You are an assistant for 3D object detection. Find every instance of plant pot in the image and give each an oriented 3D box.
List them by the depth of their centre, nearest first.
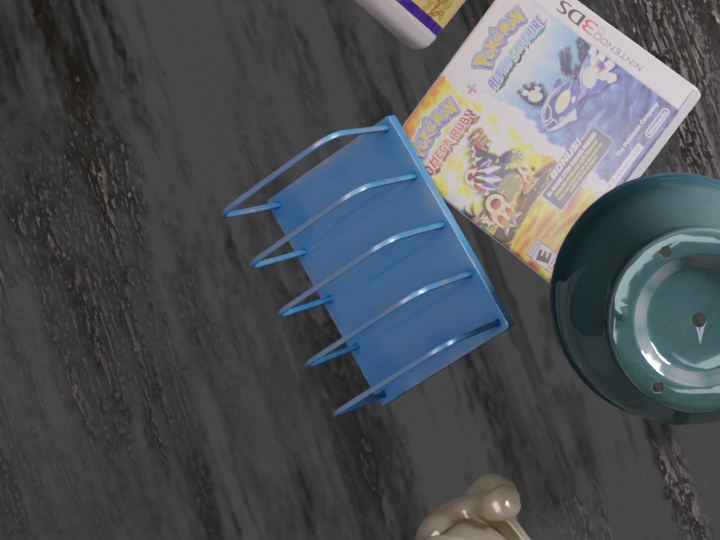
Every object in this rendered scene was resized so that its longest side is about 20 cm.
[{"bbox_3d":[0.245,0.028,1.473,0.198,0.188,0.202,0,94,4],"label":"plant pot"}]

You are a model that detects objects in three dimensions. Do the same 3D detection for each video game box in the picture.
[{"bbox_3d":[0.148,-0.121,1.602,0.182,0.047,0.201,38,95,16],"label":"video game box"}]

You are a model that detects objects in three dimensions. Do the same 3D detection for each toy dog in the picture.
[{"bbox_3d":[0.072,0.248,1.514,0.193,0.200,0.140,-32,79,9],"label":"toy dog"}]

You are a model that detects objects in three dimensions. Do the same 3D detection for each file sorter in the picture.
[{"bbox_3d":[0.000,0.000,1.568,0.138,0.123,0.201,-33,83,26],"label":"file sorter"}]

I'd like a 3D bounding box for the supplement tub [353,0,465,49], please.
[{"bbox_3d":[0.057,-0.298,1.585,0.145,0.145,0.200,41,96,13],"label":"supplement tub"}]
